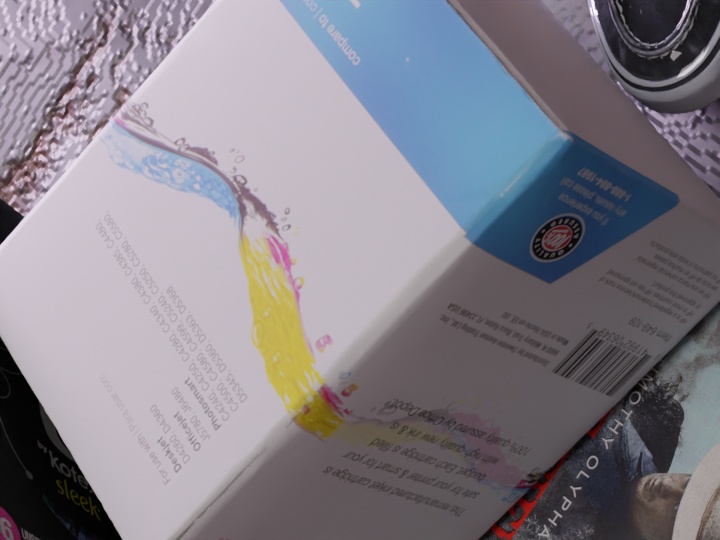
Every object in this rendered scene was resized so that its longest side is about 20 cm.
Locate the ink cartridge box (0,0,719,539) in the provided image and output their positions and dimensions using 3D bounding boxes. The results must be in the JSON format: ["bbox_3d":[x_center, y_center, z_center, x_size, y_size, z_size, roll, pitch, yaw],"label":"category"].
[{"bbox_3d":[0.000,0.000,0.844,0.200,0.147,0.146,-46,56,14],"label":"ink cartridge box"}]

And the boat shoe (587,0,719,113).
[{"bbox_3d":[0.107,-0.159,0.890,0.072,0.068,0.200,-4,75,32],"label":"boat shoe"}]

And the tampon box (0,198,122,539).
[{"bbox_3d":[-0.147,0.084,0.893,0.126,0.150,0.200,-34,43,16],"label":"tampon box"}]

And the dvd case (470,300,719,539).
[{"bbox_3d":[0.075,0.058,0.881,0.200,0.022,0.146,39,99,33],"label":"dvd case"}]
